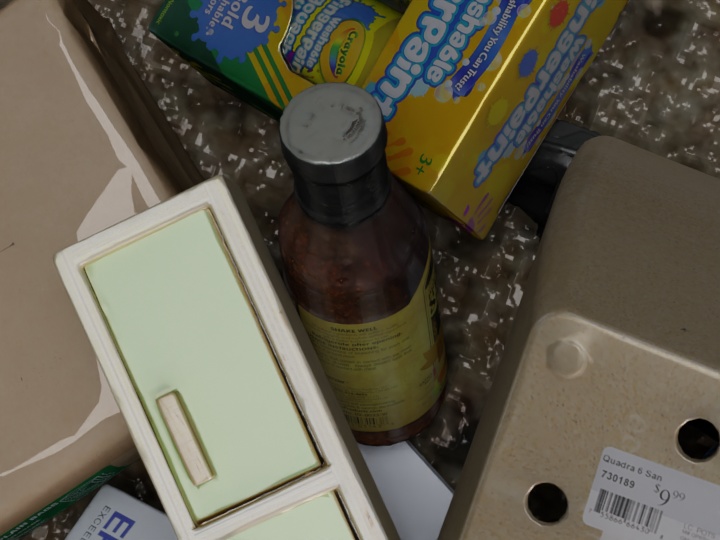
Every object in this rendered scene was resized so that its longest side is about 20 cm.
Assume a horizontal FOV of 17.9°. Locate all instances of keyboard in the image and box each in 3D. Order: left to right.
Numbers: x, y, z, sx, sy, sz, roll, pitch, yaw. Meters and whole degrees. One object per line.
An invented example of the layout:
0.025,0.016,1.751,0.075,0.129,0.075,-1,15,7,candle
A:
-0.030,0.061,1.039,0.056,0.011,0.200,-42,83,-5,keyboard

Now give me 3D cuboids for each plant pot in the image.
0.127,0.083,0.868,0.199,0.177,0.201,22,106,13,plant pot

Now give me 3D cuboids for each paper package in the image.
-0.157,0.008,1.000,0.200,0.103,0.191,-33,82,6,paper package

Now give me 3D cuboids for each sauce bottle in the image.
0.000,0.000,0.944,0.066,0.200,0.066,-2,58,4,sauce bottle

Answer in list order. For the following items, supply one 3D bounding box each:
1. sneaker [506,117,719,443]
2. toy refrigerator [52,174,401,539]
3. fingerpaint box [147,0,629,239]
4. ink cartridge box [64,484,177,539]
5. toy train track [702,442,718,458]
0.124,0.013,0.989,0.199,0.060,0.105,23,70,7,sneaker
-0.043,0.070,0.896,0.076,0.070,0.201,-24,87,2,toy refrigerator
0.031,-0.143,0.992,0.167,0.073,0.200,32,89,28,fingerpaint box
-0.087,0.210,0.947,0.199,0.043,0.197,21,67,35,ink cartridge box
0.162,0.093,1.007,0.200,0.033,0.115,-40,73,-5,toy train track
